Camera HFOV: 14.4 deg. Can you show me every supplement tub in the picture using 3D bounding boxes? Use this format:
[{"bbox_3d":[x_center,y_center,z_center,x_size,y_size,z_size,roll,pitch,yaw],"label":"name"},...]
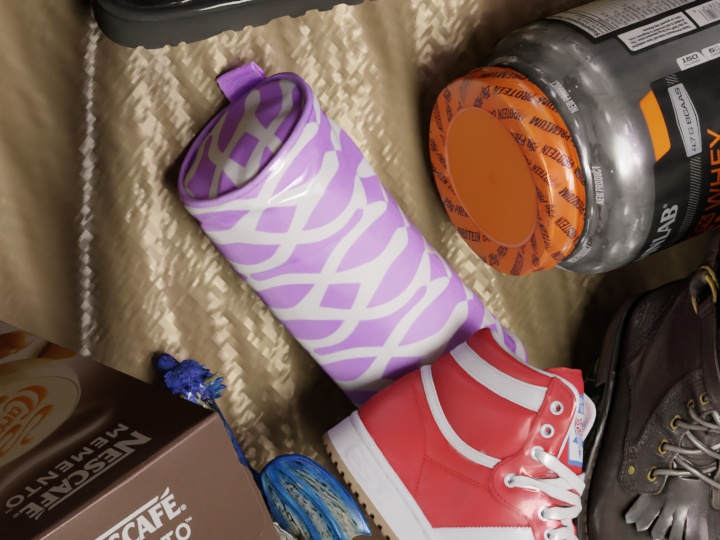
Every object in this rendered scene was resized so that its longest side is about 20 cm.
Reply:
[{"bbox_3d":[0.139,-0.074,1.355,0.199,0.122,0.123,-22,111,-28],"label":"supplement tub"}]

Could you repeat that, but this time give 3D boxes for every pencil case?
[{"bbox_3d":[0.000,0.000,1.303,0.200,0.084,0.086,51,33,-33],"label":"pencil case"}]

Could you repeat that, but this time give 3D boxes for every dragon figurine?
[{"bbox_3d":[-0.032,0.122,1.270,0.059,0.200,0.100,-42,157,-17],"label":"dragon figurine"}]

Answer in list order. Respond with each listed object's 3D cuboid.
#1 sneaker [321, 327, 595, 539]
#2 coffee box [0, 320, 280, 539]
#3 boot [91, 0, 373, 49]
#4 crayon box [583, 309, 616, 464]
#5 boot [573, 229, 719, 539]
[{"bbox_3d":[0.084,0.118,1.254,0.112,0.071,0.200,-38,79,3],"label":"sneaker"},{"bbox_3d":[-0.133,0.096,1.158,0.114,0.200,0.080,-35,117,-24],"label":"coffee box"},{"bbox_3d":[-0.029,-0.186,1.189,0.210,0.080,0.158,-21,138,-14],"label":"boot"},{"bbox_3d":[0.184,0.121,1.463,0.200,0.051,0.128,33,76,-34],"label":"crayon box"},{"bbox_3d":[0.159,0.065,1.293,0.069,0.174,0.202,7,71,-16],"label":"boot"}]
